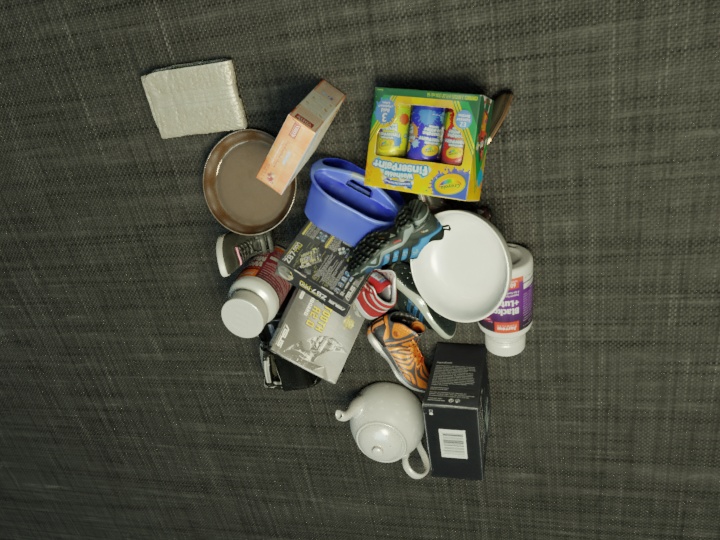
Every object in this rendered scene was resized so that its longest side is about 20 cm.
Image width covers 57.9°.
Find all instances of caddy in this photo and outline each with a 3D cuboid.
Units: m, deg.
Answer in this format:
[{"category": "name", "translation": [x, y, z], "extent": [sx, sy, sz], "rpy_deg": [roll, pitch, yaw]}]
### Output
[{"category": "caddy", "translation": [-0.010, -0.133, 1.218], "extent": [0.197, 0.142, 0.106], "rpy_deg": [27, 128, -3]}]

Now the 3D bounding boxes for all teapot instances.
[{"category": "teapot", "translation": [0.058, 0.372, 1.501], "extent": [0.195, 0.147, 0.202], "rpy_deg": [0, 121, 15]}]

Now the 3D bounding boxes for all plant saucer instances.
[{"category": "plant saucer", "translation": [-0.215, -0.173, 1.282], "extent": [0.195, 0.032, 0.206], "rpy_deg": [2, 97, 13]}]

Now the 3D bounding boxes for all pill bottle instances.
[{"category": "pill bottle", "translation": [-0.208, 0.041, 1.344], "extent": [0.107, 0.201, 0.112], "rpy_deg": [7, 123, 11]}, {"category": "pill bottle", "translation": [0.280, 0.061, 1.267], "extent": [0.108, 0.112, 0.204], "rpy_deg": [0, 121, 16]}]

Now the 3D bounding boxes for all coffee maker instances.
[{"category": "coffee maker", "translation": [-0.149, 0.149, 1.453], "extent": [0.187, 0.136, 0.204], "rpy_deg": [-14, 120, -4]}]

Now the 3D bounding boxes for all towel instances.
[{"category": "towel", "translation": [-0.319, -0.329, 1.254], "extent": [0.195, 0.035, 0.135], "rpy_deg": [-2, 121, 16]}]

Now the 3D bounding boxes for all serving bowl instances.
[{"category": "serving bowl", "translation": [0.189, -0.013, 1.174], "extent": [0.196, 0.065, 0.206], "rpy_deg": [13, 112, 35]}]

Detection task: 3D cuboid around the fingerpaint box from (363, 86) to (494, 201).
[{"category": "fingerpaint box", "translation": [0.112, -0.216, 1.107], "extent": [0.196, 0.073, 0.172], "rpy_deg": [13, 102, 28]}]

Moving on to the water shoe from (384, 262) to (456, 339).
[{"category": "water shoe", "translation": [0.120, 0.065, 1.355], "extent": [0.201, 0.072, 0.078], "rpy_deg": [48, 143, -10]}]

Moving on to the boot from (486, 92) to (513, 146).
[{"category": "boot", "translation": [0.180, -0.239, 1.136], "extent": [0.096, 0.075, 0.202], "rpy_deg": [33, 112, 3]}]

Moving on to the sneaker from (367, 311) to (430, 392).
[{"category": "sneaker", "translation": [0.112, 0.173, 1.406], "extent": [0.200, 0.078, 0.111], "rpy_deg": [45, 123, -13]}]

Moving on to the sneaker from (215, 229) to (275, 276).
[{"category": "sneaker", "translation": [-0.225, -0.050, 1.307], "extent": [0.096, 0.201, 0.072], "rpy_deg": [-7, 112, 7]}]

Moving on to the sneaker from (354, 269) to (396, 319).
[{"category": "sneaker", "translation": [0.000, 0.000, 1.303], "extent": [0.202, 0.071, 0.112], "rpy_deg": [54, 148, -5]}]

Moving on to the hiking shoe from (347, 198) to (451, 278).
[{"category": "hiking shoe", "translation": [0.061, -0.035, 1.150], "extent": [0.198, 0.075, 0.086], "rpy_deg": [-35, 123, 29]}]

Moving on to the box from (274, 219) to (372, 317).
[{"category": "box", "translation": [-0.047, -0.032, 1.242], "extent": [0.159, 0.202, 0.049], "rpy_deg": [31, 143, 2]}]

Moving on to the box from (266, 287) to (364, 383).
[{"category": "box", "translation": [-0.081, 0.108, 1.349], "extent": [0.156, 0.203, 0.048], "rpy_deg": [30, 166, -13]}]

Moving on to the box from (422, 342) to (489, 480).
[{"category": "box", "translation": [0.209, 0.294, 1.376], "extent": [0.114, 0.201, 0.201], "rpy_deg": [0, 121, 16]}]

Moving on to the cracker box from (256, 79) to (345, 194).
[{"category": "cracker box", "translation": [-0.102, -0.239, 1.144], "extent": [0.057, 0.201, 0.135], "rpy_deg": [32, 124, -6]}]

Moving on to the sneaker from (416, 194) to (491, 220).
[{"category": "sneaker", "translation": [0.184, -0.114, 1.222], "extent": [0.113, 0.077, 0.202], "rpy_deg": [-19, 124, 20]}]
